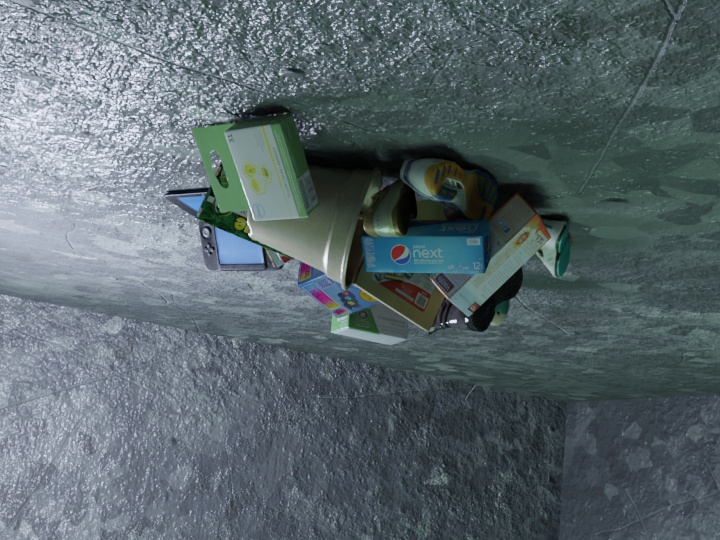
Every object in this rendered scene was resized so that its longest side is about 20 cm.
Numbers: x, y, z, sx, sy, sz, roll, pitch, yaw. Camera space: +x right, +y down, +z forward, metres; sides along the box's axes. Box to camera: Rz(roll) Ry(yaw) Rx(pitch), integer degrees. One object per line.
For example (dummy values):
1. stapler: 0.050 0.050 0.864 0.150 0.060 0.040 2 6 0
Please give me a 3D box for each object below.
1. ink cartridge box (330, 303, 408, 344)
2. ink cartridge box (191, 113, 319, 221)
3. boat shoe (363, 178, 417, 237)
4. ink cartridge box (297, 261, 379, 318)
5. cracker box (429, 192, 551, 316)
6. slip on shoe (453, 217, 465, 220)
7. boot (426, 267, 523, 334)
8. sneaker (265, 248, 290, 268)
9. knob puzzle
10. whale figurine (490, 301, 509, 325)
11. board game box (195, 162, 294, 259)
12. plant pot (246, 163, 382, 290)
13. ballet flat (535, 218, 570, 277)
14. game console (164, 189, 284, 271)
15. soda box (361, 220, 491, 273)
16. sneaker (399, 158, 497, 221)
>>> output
1. ink cartridge box: 0.026 0.037 1.917 0.143 0.205 0.084 12 163 -26
2. ink cartridge box: -0.168 -0.148 1.388 0.196 0.148 0.048 -2 -153 31
3. boat shoe: 0.047 -0.102 1.455 0.065 0.076 0.200 -7 -165 14
4. ink cartridge box: 0.000 0.000 1.723 0.197 0.078 0.136 -23 138 28
5. cracker box: 0.218 -0.023 1.550 0.058 0.200 0.134 48 -175 25
6. slip on shoe: 0.130 -0.032 1.754 0.075 0.061 0.201 -12 145 -43
7. boot: 0.204 0.040 1.709 0.130 0.071 0.199 -5 -153 46
8. sneaker: -0.141 -0.102 1.696 0.111 0.072 0.202 -23 135 -3
9. knob puzzle: 0.086 -0.027 1.595 0.216 0.225 0.030 15 174 -31
10. whale figurine: 0.256 0.050 2.125 0.157 0.106 0.199 16 -171 -36
11. board game box: -0.177 -0.100 1.620 0.197 0.106 0.024 22 -165 -29
12. plant pot: -0.078 -0.093 1.504 0.180 0.204 0.201 17 168 8
13. ballet flat: 0.349 -0.048 1.712 0.068 0.071 0.200 3 162 15
14. game console: -0.262 -0.075 1.794 0.196 0.175 0.118 -1 -168 31
15. soda box: 0.104 -0.038 1.470 0.196 0.065 0.068 1 -155 18
16. sneaker: 0.141 -0.135 1.459 0.087 0.077 0.199 20 177 41
